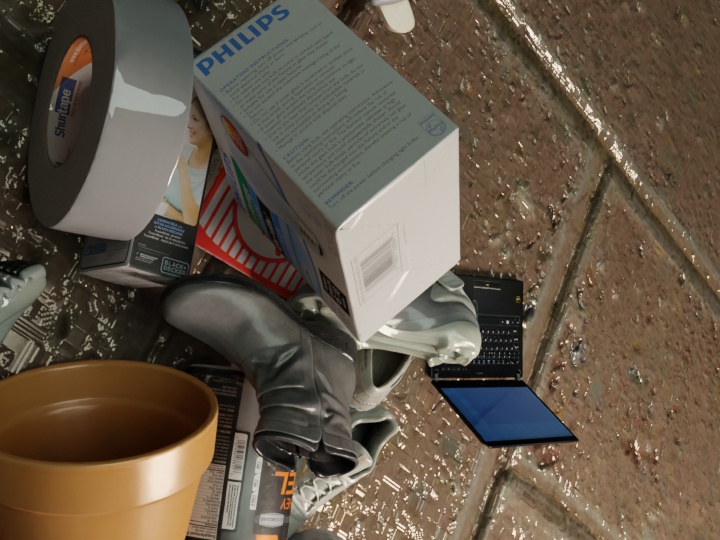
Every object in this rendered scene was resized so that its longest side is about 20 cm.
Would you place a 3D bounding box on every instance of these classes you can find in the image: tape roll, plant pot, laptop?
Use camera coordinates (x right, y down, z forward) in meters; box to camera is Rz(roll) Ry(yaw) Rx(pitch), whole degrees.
[{"bbox_3d":[-0.208,-0.130,0.757,0.065,0.198,0.206,10,81,-36],"label":"tape roll"},{"bbox_3d":[-0.215,0.174,0.755,0.197,0.198,0.144,-10,111,-40],"label":"plant pot"},{"bbox_3d":[0.177,0.107,1.144,0.175,0.102,0.205,6,84,-41],"label":"laptop"}]

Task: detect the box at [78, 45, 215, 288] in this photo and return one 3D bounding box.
[{"bbox_3d":[-0.185,-0.091,0.833,0.059,0.116,0.205,18,77,-35],"label":"box"}]

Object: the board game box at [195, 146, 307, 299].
[{"bbox_3d":[-0.075,-0.089,0.931,0.150,0.046,0.203,31,89,-35],"label":"board game box"}]

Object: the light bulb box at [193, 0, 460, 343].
[{"bbox_3d":[-0.024,-0.084,0.774,0.124,0.200,0.199,-37,154,-14],"label":"light bulb box"}]

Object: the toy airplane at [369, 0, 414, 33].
[{"bbox_3d":[0.005,-0.386,0.999,0.198,0.140,0.204,22,74,-38],"label":"toy airplane"}]

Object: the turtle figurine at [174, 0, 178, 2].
[{"bbox_3d":[-0.129,-0.289,0.862,0.065,0.159,0.201,51,57,-26],"label":"turtle figurine"}]

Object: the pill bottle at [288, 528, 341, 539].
[{"bbox_3d":[-0.029,0.375,0.941,0.112,0.111,0.203,-37,111,-36],"label":"pill bottle"}]

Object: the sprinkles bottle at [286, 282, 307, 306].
[{"bbox_3d":[0.000,0.000,0.949,0.200,0.068,0.069,-47,117,-22],"label":"sprinkles bottle"}]

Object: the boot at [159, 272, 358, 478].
[{"bbox_3d":[-0.081,0.090,0.784,0.197,0.070,0.134,22,44,-22],"label":"boot"}]

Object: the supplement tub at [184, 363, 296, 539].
[{"bbox_3d":[-0.121,0.196,0.866,0.121,0.121,0.205,15,78,-39],"label":"supplement tub"}]

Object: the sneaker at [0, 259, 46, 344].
[{"bbox_3d":[-0.327,0.066,0.736,0.200,0.074,0.082,-45,129,-31],"label":"sneaker"}]

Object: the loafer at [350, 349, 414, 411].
[{"bbox_3d":[0.042,0.055,0.965,0.069,0.070,0.202,35,59,-14],"label":"loafer"}]

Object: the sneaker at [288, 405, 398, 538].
[{"bbox_3d":[-0.038,0.204,0.957,0.200,0.091,0.076,-48,117,-31],"label":"sneaker"}]

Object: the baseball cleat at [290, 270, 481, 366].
[{"bbox_3d":[0.025,0.031,0.897,0.196,0.070,0.108,19,51,-22],"label":"baseball cleat"}]
